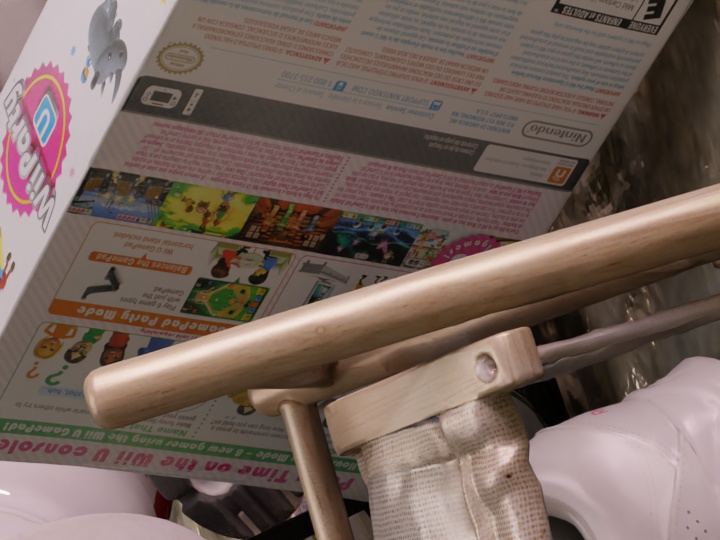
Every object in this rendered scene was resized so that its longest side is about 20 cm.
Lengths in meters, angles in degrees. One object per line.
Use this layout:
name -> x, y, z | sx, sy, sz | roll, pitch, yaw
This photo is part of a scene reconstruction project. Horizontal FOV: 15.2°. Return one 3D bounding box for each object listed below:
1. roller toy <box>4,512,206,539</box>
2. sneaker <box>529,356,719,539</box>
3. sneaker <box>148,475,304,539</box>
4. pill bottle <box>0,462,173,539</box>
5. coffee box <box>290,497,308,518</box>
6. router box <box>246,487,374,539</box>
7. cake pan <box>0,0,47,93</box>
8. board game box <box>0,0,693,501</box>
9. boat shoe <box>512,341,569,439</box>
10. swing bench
roller toy -> -0.073, 0.185, 0.871 | 0.140, 0.199, 0.183 | 35, 131, 40
sneaker -> 0.087, 0.130, 0.736 | 0.078, 0.099, 0.201 | 112, 141, -68
sneaker -> 0.000, 0.000, 0.877 | 0.078, 0.090, 0.200 | 42, 129, -3
pill bottle -> -0.124, 0.077, 1.013 | 0.200, 0.112, 0.113 | -83, -12, -58
coffee box -> -0.017, 0.055, 1.100 | 0.114, 0.079, 0.201 | 105, 147, -66
router box -> 0.033, 0.158, 0.782 | 0.201, 0.149, 0.051 | 57, 142, 14
cake pan -> -0.128, -0.070, 0.956 | 0.201, 0.037, 0.200 | 54, 169, 16
board game box -> -0.019, -0.034, 0.722 | 0.200, 0.147, 0.064 | -59, 39, 28
boat shoe -> 0.055, 0.100, 0.931 | 0.057, 0.068, 0.201 | -71, -21, -44
swing bench -> 0.070, 0.089, 0.636 | 0.130, 0.199, 0.200 | 5, -112, -73
